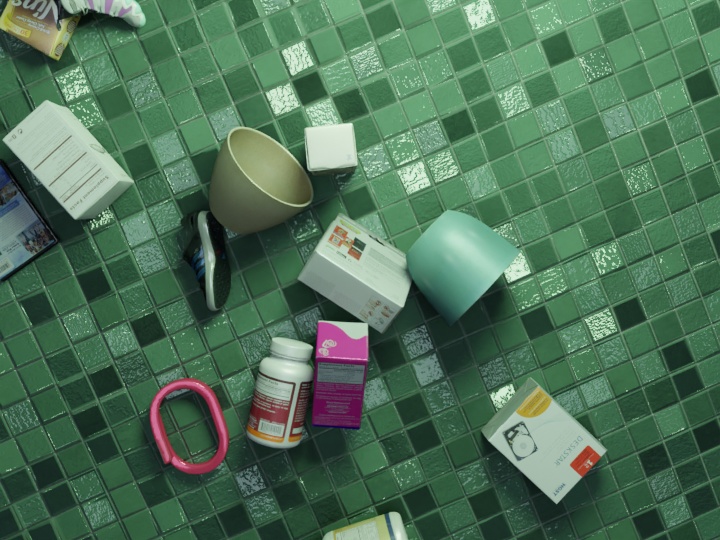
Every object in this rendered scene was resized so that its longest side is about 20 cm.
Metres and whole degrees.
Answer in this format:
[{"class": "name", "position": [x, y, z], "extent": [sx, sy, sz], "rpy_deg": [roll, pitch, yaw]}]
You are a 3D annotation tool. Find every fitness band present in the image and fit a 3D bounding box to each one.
[{"class": "fitness band", "position": [-0.349, 0.320, 1.571], "extent": [0.143, 0.037, 0.201], "rpy_deg": [-18, 96, -4]}]

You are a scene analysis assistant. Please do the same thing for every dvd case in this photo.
[{"class": "dvd case", "position": [-0.715, -0.100, 1.528], "extent": [0.142, 0.018, 0.201], "rpy_deg": [-34, 94, 0]}]

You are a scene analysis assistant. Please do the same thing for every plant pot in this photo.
[{"class": "plant pot", "position": [0.184, -0.018, 1.495], "extent": [0.161, 0.201, 0.201], "rpy_deg": [43, 91, 6]}]

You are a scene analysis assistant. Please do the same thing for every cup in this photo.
[{"class": "cup", "position": [-0.212, -0.154, 1.478], "extent": [0.200, 0.200, 0.143], "rpy_deg": [44, 117, -5]}]

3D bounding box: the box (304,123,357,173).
[{"class": "box", "position": [-0.055, -0.226, 1.458], "extent": [0.094, 0.200, 0.078], "rpy_deg": [-6, 95, -2]}]

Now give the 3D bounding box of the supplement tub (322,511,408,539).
[{"class": "supplement tub", "position": [0.004, 0.586, 1.552], "extent": [0.198, 0.144, 0.146], "rpy_deg": [-17, 95, -1]}]

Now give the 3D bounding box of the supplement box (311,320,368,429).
[{"class": "supplement box", "position": [-0.040, 0.205, 1.495], "extent": [0.102, 0.102, 0.201], "rpy_deg": [5, 129, -3]}]

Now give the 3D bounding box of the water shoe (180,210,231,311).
[{"class": "water shoe", "position": [-0.312, -0.019, 1.540], "extent": [0.078, 0.071, 0.202], "rpy_deg": [-1, 97, 25]}]

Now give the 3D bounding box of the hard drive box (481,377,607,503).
[{"class": "hard drive box", "position": [0.377, 0.350, 1.586], "extent": [0.200, 0.077, 0.156], "rpy_deg": [42, 92, -5]}]

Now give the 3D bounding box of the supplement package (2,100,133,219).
[{"class": "supplement package", "position": [-0.558, -0.209, 1.478], "extent": [0.117, 0.117, 0.200], "rpy_deg": [-41, 95, 1]}]

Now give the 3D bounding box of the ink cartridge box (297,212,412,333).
[{"class": "ink cartridge box", "position": [0.000, 0.000, 1.522], "extent": [0.199, 0.176, 0.084], "rpy_deg": [33, 123, -4]}]

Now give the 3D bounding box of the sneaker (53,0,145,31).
[{"class": "sneaker", "position": [-0.515, -0.497, 1.445], "extent": [0.140, 0.078, 0.200], "rpy_deg": [-53, 127, -5]}]

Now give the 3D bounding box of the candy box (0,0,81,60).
[{"class": "candy box", "position": [-0.597, -0.526, 1.482], "extent": [0.115, 0.055, 0.201], "rpy_deg": [28, 92, -6]}]

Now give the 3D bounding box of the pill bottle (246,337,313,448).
[{"class": "pill bottle", "position": [-0.156, 0.242, 1.534], "extent": [0.112, 0.113, 0.202], "rpy_deg": [12, 93, -4]}]
